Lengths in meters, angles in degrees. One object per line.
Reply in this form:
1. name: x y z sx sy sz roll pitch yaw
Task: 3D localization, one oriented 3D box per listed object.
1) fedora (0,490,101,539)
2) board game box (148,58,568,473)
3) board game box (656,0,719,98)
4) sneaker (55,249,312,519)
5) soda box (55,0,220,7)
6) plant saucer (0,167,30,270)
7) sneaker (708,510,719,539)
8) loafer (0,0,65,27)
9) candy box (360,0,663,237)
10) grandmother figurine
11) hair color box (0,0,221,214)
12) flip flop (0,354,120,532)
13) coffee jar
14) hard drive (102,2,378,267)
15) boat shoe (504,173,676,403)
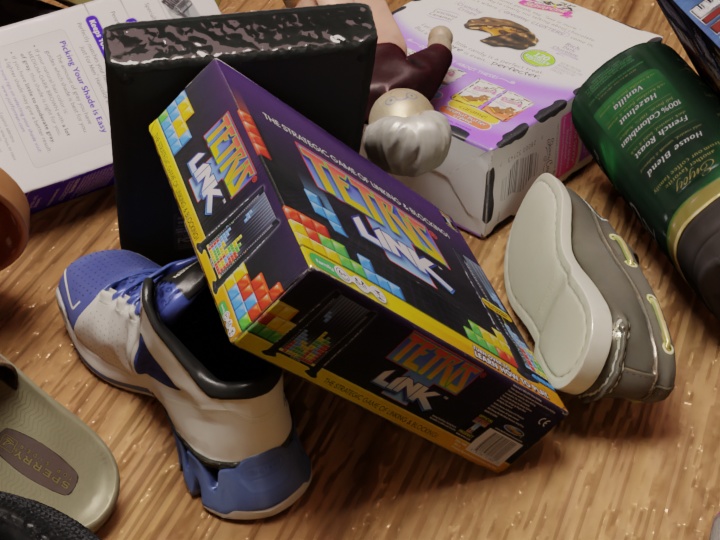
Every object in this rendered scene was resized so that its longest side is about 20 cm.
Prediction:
1. fedora: -0.174 0.180 0.557 0.200 0.092 0.201 1 37 0
2. board game box: 0.000 0.000 0.721 0.200 0.057 0.165 30 24 -42
3. board game box: 0.247 -0.100 0.862 0.035 0.200 0.136 -35 39 9
4. sneaker: -0.089 0.026 0.745 0.080 0.115 0.199 -21 42 -27
5. soda box: -0.199 -0.220 1.018 0.200 0.064 0.068 19 4 -34
6. plant saucer: -0.280 -0.040 0.768 0.200 0.200 0.032 0 67 -1
7. sneaker: 0.128 0.166 0.592 0.088 0.081 0.200 18 39 18
8. loafer: -0.251 -0.168 1.051 0.200 0.073 0.071 24 10 27
9. candy box: 0.083 -0.124 0.983 0.168 0.072 0.200 29 46 32
10. grandmother figurine: 0.003 -0.127 0.888 0.121 0.061 0.200 -27 46 0
11. hair color box: -0.175 -0.113 0.930 0.200 0.065 0.109 -23 83 -27
12. flip flop: -0.192 0.063 0.654 0.058 0.200 0.081 -13 44 58
13. coffee jar: 0.208 -0.048 0.857 0.085 0.104 0.200 -37 38 10
14. hard drive: -0.069 -0.068 0.801 0.139 0.200 0.033 -7 60 -11
15. boat shoe: 0.128 0.009 0.812 0.060 0.072 0.202 18 27 -13
